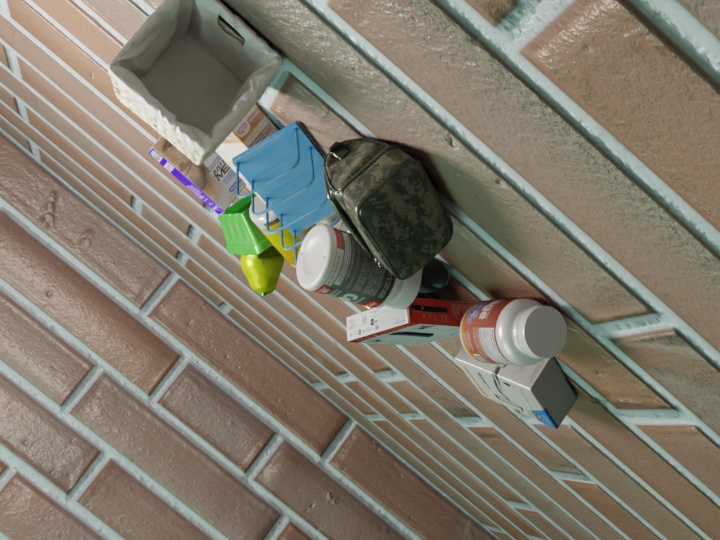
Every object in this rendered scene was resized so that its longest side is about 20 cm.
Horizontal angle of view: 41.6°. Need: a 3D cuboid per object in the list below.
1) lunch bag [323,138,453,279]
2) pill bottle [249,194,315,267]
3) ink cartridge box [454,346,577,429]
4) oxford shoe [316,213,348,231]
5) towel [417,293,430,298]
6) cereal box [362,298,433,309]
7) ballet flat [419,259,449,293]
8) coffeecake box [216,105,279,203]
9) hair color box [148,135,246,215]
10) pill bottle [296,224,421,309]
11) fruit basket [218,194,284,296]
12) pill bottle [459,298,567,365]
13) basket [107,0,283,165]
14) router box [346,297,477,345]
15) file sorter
[{"bbox_3d":[0.035,-0.106,1.504,0.168,0.139,0.200,44,173,48],"label":"lunch bag"},{"bbox_3d":[-0.133,-0.082,1.949,0.109,0.110,0.200,18,154,48],"label":"pill bottle"},{"bbox_3d":[0.302,0.209,1.850,0.199,0.085,0.146,18,155,47],"label":"ink cartridge box"},{"bbox_3d":[-0.030,-0.094,1.788,0.199,0.075,0.058,6,109,58],"label":"oxford shoe"},{"bbox_3d":[0.033,0.011,1.846,0.199,0.023,0.143,32,-163,38],"label":"towel"},{"bbox_3d":[0.046,0.050,1.887,0.199,0.040,0.143,10,-172,-45],"label":"cereal box"},{"bbox_3d":[0.078,-0.005,1.766,0.199,0.073,0.073,21,157,50],"label":"ballet flat"},{"bbox_3d":[-0.188,-0.214,1.774,0.200,0.073,0.153,47,161,-29],"label":"coffeecake box"},{"bbox_3d":[-0.333,-0.225,1.987,0.200,0.110,0.065,41,163,-11],"label":"hair color box"},{"bbox_3d":[0.000,0.000,1.628,0.198,0.115,0.113,17,176,-31],"label":"pill bottle"},{"bbox_3d":[-0.212,-0.059,2.088,0.215,0.155,0.217,43,156,24],"label":"fruit basket"},{"bbox_3d":[0.261,0.104,1.612,0.112,0.113,0.200,42,163,-15],"label":"pill bottle"},{"bbox_3d":[-0.260,-0.299,1.482,0.198,0.201,0.161,39,166,-5],"label":"basket"},{"bbox_3d":[0.100,0.099,1.792,0.178,0.049,0.199,6,163,-34],"label":"router box"},{"bbox_3d":[-0.112,-0.127,1.657,0.200,0.138,0.123,51,-161,-37],"label":"file sorter"}]
